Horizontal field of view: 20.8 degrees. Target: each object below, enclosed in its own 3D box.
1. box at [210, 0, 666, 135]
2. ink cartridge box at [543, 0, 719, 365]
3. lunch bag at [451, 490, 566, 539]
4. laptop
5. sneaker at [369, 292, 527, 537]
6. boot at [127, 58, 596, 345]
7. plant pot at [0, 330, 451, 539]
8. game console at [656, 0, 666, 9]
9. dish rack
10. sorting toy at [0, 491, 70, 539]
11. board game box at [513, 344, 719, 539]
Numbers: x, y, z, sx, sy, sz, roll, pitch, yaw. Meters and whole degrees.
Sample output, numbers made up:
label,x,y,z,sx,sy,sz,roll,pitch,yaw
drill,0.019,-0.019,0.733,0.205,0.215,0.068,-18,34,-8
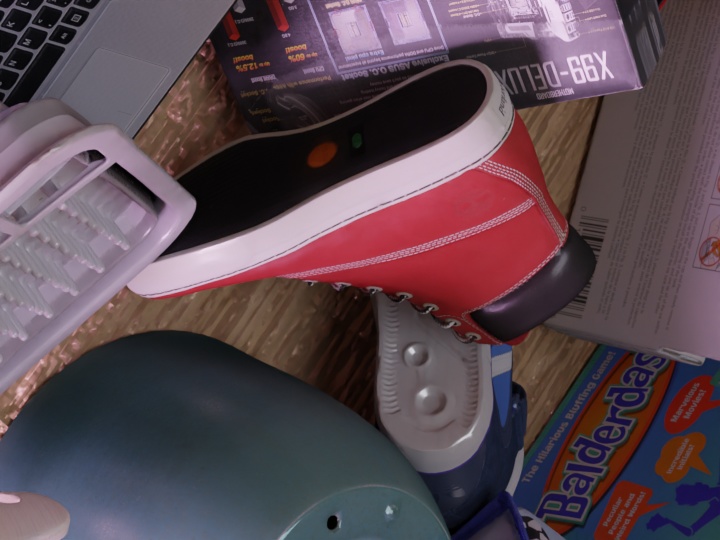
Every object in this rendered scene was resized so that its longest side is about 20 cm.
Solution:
label,x,y,z,sx,sy,sz,roll,pitch,yaw
box,0.018,-0.143,0.859,0.159,0.198,0.050,67,32,-25
ink cartridge box,0.193,-0.050,1.037,0.043,0.173,0.202,19,86,-41
lunch bag,0.063,0.235,0.970,0.170,0.124,0.200,38,106,-28
laptop,-0.141,-0.050,0.738,0.199,0.117,0.187,13,130,-41
sneaker,0.047,0.040,1.011,0.147,0.080,0.202,76,18,-59
boot,0.000,0.000,0.893,0.145,0.198,0.073,56,25,-39
plant pot,-0.052,0.139,0.875,0.199,0.160,0.203,-8,103,-38
game console,0.079,-0.203,0.875,0.031,0.177,0.201,-35,80,-16
dish rack,-0.153,0.002,0.759,0.171,0.044,0.200,-42,169,0
sorting toy,-0.209,0.114,0.733,0.179,0.199,0.108,-6,79,-35
board game box,0.180,0.107,1.037,0.153,0.199,0.045,-54,125,-20
